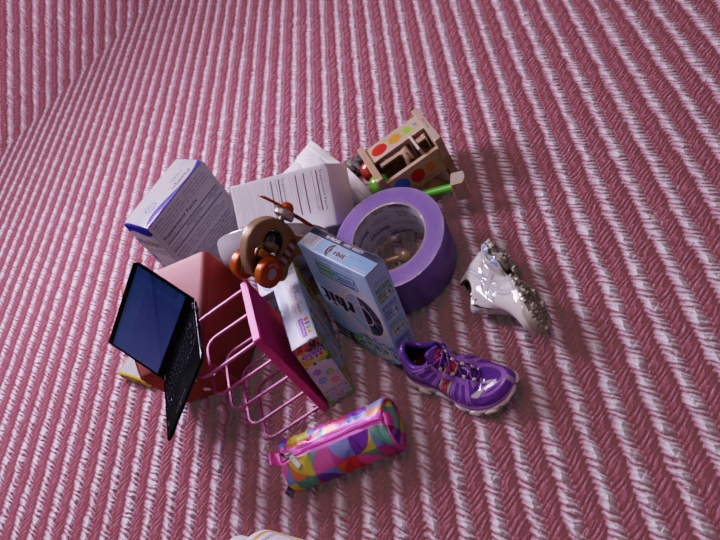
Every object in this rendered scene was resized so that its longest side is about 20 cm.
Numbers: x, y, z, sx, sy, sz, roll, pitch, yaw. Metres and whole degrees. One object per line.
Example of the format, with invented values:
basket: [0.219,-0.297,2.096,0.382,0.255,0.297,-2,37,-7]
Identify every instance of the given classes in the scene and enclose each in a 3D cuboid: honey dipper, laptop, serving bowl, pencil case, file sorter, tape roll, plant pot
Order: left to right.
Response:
laptop: [-0.323,0.124,1.182,0.180,0.101,0.202,-63,30,30]
plant pot: [-0.297,0.118,1.358,0.196,0.200,0.180,-20,55,19]
file sorter: [-0.163,0.151,1.210,0.124,0.201,0.140,-33,39,7]
serving bowl: [-0.152,-0.026,1.335,0.195,0.199,0.068,-12,79,27]
pencil case: [-0.030,0.255,1.102,0.196,0.089,0.090,-25,41,13]
honey dipper: [0.000,0.000,1.365,0.195,0.038,0.039,-18,43,16]
tape roll: [0.060,-0.034,1.282,0.195,0.085,0.205,-12,55,17]

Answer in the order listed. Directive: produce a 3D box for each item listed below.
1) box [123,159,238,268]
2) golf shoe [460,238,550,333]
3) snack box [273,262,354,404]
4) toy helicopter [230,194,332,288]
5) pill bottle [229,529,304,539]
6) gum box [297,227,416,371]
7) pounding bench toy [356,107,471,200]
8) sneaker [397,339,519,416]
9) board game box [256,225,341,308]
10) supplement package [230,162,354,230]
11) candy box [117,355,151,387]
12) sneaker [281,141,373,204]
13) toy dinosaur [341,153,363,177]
box: [-0.354,-0.095,1.580,0.103,0.201,0.186,12,59,43]
golf shoe: [0.215,0.045,1.147,0.097,0.078,0.201,-46,32,15]
snack box: [-0.081,0.098,1.242,0.052,0.143,0.202,-29,39,4]
toy helicopter: [-0.113,-0.051,1.213,0.078,0.197,0.136,16,103,39]
pill bottle: [-0.095,0.405,0.985,0.196,0.110,0.111,0,51,36]
gum box: [-0.002,0.045,1.182,0.044,0.203,0.168,-41,41,-22]
pounding bench toy: [0.096,-0.163,1.374,0.154,0.125,0.202,-33,40,4]
sneaker: [0.131,0.146,1.087,0.196,0.084,0.082,7,56,39]
board game box: [-0.118,-0.045,1.481,0.195,0.044,0.202,-28,41,6]
supplement package: [-0.121,-0.123,1.397,0.195,0.113,0.113,-11,4,20]
candy box: [-0.400,0.136,1.531,0.100,0.027,0.203,5,55,42]
sneaker: [-0.069,-0.156,1.479,0.116,0.074,0.199,-46,59,-9]
toy dinosaur: [0.011,-0.219,1.555,0.196,0.048,0.089,-28,34,6]
